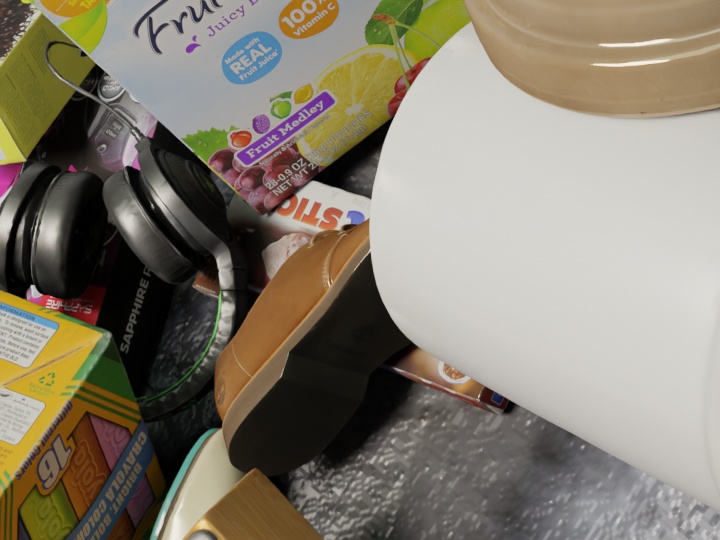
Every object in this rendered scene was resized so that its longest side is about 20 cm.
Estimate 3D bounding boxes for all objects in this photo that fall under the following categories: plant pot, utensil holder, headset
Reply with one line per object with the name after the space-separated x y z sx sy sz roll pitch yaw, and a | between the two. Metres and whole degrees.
0.119 -0.157 0.707 0.199 0.093 0.202 -18 39 15 | plant pot
0.124 -0.007 0.744 0.199 0.170 0.171 26 88 44 | utensil holder
-0.119 -0.025 0.972 0.122 0.094 0.202 -9 88 11 | headset

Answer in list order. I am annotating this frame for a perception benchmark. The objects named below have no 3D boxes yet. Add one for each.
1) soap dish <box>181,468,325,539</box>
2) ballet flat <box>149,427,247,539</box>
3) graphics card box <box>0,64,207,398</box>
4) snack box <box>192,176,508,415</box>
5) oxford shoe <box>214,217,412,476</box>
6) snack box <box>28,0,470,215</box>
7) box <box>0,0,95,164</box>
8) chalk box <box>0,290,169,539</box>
-0.037 0.205 0.802 0.158 0.081 0.200 -49 67 8 | soap dish
-0.081 0.173 0.907 0.069 0.069 0.201 25 89 43 | ballet flat
-0.152 -0.017 1.051 0.125 0.051 0.202 6 74 41 | graphics card box
0.004 0.004 0.932 0.199 0.024 0.072 20 82 43 | snack box
0.000 0.000 0.874 0.200 0.071 0.072 -44 44 18 | oxford shoe
-0.043 -0.141 0.899 0.168 0.200 0.068 -37 45 11 | snack box
-0.172 -0.134 1.054 0.075 0.050 0.201 -6 37 29 | box
-0.173 0.116 0.923 0.124 0.201 0.124 18 55 23 | chalk box
